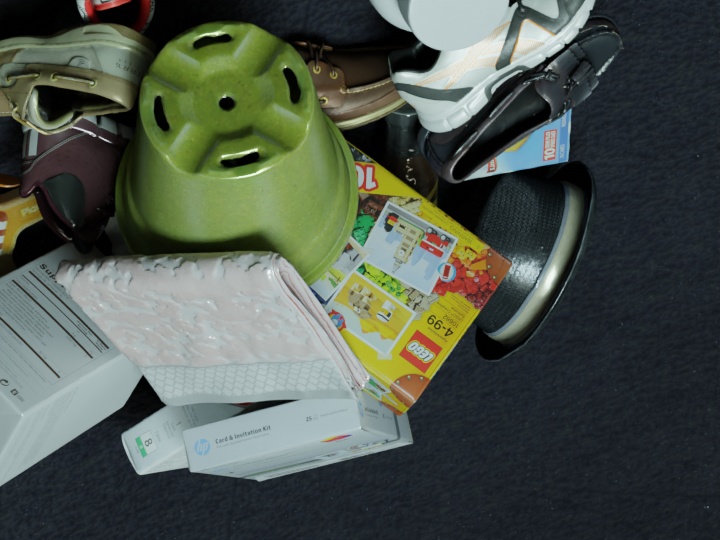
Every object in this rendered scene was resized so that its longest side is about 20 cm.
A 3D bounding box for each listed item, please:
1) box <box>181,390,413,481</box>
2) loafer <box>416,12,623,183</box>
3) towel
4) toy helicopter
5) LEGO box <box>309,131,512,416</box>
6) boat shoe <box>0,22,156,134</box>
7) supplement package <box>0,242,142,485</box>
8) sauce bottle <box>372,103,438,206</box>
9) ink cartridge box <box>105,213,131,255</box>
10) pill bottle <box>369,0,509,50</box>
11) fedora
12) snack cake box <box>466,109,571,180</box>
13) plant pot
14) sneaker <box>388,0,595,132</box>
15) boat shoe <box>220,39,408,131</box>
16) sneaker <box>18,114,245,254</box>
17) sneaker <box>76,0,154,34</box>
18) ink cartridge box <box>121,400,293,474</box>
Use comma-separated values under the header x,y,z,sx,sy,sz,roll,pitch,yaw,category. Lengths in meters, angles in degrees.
x,y,z,sx,sy,sz,roll,pitch,yaw,category
-0.052,0.147,1.777,0.156,0.041,0.200,-15,170,12,box
0.144,-0.140,1.720,0.200,0.063,0.072,-34,130,6,loafer
-0.116,0.048,1.606,0.200,0.032,0.191,-3,144,26,towel
-0.308,-0.053,1.702,0.200,0.079,0.132,-26,123,-16,toy helicopter
0.000,0.000,1.683,0.200,0.077,0.149,36,74,1,LEGO box
-0.245,-0.143,1.582,0.200,0.066,0.074,-10,153,43,boat shoe
-0.278,0.079,1.694,0.200,0.120,0.121,-33,162,-51,supplement package
0.038,-0.067,1.821,0.065,0.065,0.200,-10,130,-15,sauce bottle
-0.145,0.015,1.807,0.117,0.067,0.200,-24,131,-2,ink cartridge box
0.044,-0.256,1.590,0.111,0.200,0.111,-11,128,-14,pill bottle
0.130,-0.021,1.833,0.092,0.201,0.201,24,115,-16,fedora
0.122,-0.184,1.765,0.115,0.067,0.200,-12,129,-14,snack cake box
-0.098,-0.095,1.560,0.200,0.200,0.184,-18,161,-8,plant pot
0.109,-0.199,1.658,0.200,0.074,0.080,-41,126,12,sneaker
-0.042,-0.159,1.714,0.200,0.072,0.068,-14,130,-8,boat shoe
-0.195,-0.061,1.687,0.200,0.116,0.076,15,161,-19,sneaker
-0.203,-0.271,1.540,0.067,0.108,0.201,-17,130,-10,sneaker
-0.096,0.118,1.839,0.200,0.050,0.161,-34,165,24,ink cartridge box
